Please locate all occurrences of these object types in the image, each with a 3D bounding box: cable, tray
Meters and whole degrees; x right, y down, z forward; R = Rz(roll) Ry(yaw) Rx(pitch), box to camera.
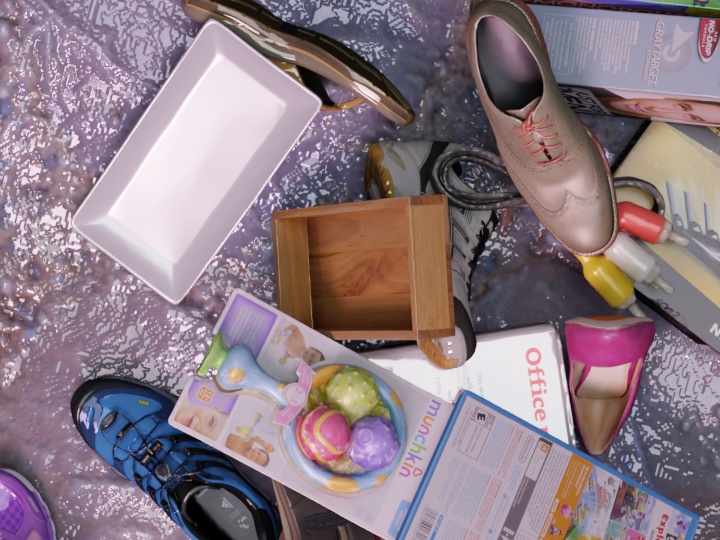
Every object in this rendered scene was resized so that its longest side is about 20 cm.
[{"bbox_3d":[0.152,-0.049,1.639,0.199,0.050,0.098,31,86,-13],"label":"cable"},{"bbox_3d":[-0.124,-0.082,1.679,0.107,0.022,0.200,36,107,-3],"label":"tray"},{"bbox_3d":[0.000,0.000,1.626,0.037,0.200,0.100,-4,90,-30],"label":"tray"}]

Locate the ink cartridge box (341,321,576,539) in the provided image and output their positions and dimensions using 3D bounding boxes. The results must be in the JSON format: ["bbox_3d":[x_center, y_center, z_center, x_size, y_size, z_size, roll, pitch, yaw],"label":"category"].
[{"bbox_3d":[0.058,0.125,1.680,0.198,0.084,0.146,-9,90,-1],"label":"ink cartridge box"}]

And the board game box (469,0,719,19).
[{"bbox_3d":[0.186,-0.200,1.663,0.198,0.135,0.029,6,85,-2],"label":"board game box"}]

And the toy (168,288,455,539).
[{"bbox_3d":[-0.024,0.102,1.591,0.199,0.047,0.116,27,68,-2],"label":"toy"}]

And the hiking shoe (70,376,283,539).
[{"bbox_3d":[-0.133,0.148,1.670,0.200,0.087,0.075,37,88,-2],"label":"hiking shoe"}]

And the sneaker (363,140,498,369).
[{"bbox_3d":[0.066,-0.021,1.653,0.087,0.076,0.201,-7,57,-14],"label":"sneaker"}]

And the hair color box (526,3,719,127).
[{"bbox_3d":[0.207,-0.149,1.639,0.198,0.099,0.061,7,83,20],"label":"hair color box"}]

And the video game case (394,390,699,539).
[{"bbox_3d":[0.133,0.194,1.597,0.199,0.018,0.144,28,65,-5],"label":"video game case"}]

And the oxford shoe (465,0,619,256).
[{"bbox_3d":[0.123,-0.097,1.580,0.070,0.075,0.201,-27,95,16],"label":"oxford shoe"}]

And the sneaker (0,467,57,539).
[{"bbox_3d":[-0.268,0.249,1.664,0.080,0.088,0.202,-3,89,-1],"label":"sneaker"}]

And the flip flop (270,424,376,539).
[{"bbox_3d":[-0.031,0.200,1.612,0.080,0.058,0.202,-6,74,-20],"label":"flip flop"}]

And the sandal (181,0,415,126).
[{"bbox_3d":[-0.050,-0.154,1.685,0.199,0.080,0.054,26,105,0],"label":"sandal"}]

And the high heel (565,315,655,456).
[{"bbox_3d":[0.178,0.085,1.630,0.067,0.200,0.097,1,84,-2],"label":"high heel"}]

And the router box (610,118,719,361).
[{"bbox_3d":[0.278,-0.028,1.708,0.199,0.052,0.158,36,88,-2],"label":"router box"}]
